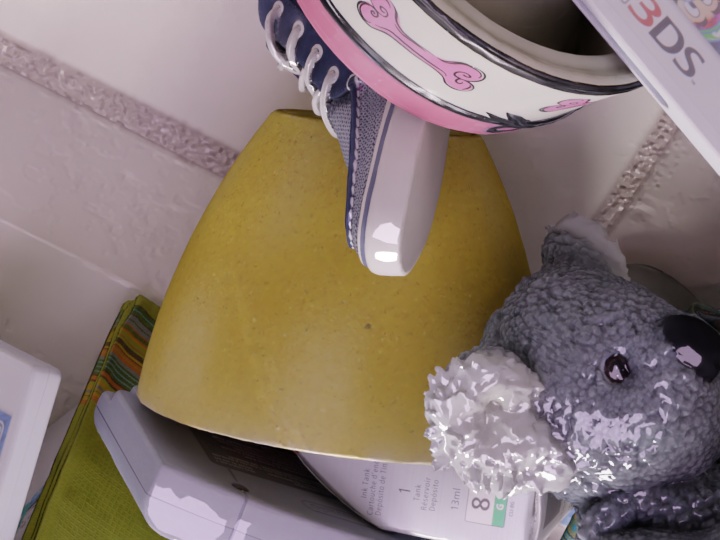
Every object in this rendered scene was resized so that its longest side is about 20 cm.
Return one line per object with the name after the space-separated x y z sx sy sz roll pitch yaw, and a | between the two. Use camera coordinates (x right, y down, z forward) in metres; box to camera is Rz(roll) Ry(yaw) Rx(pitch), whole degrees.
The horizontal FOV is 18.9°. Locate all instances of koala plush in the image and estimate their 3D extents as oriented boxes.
0.126 0.078 0.941 0.200 0.178 0.184 42 139 -4 | koala plush

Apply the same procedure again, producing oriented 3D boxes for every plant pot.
0.000 0.000 1.030 0.198 0.200 0.143 8 97 7 | plant pot

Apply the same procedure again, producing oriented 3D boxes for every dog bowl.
0.047 -0.146 0.903 0.200 0.201 0.074 38 138 -14 | dog bowl

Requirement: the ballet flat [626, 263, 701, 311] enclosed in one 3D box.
0.173 0.090 1.092 0.067 0.064 0.201 -20 108 36 | ballet flat

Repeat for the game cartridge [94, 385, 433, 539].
-0.025 0.116 1.048 0.199 0.133 0.041 19 97 -23 | game cartridge

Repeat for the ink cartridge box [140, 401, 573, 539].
0.007 0.091 1.083 0.198 0.161 0.051 7 96 14 | ink cartridge box

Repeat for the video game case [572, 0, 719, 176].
0.166 -0.164 0.855 0.200 0.024 0.182 -41 93 -3 | video game case

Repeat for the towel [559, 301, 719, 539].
0.182 0.123 1.054 0.146 0.022 0.201 31 128 11 | towel

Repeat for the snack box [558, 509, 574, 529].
0.197 0.143 1.169 0.199 0.024 0.072 26 125 -5 | snack box

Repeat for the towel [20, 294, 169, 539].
-0.116 0.110 1.111 0.086 0.201 0.018 34 139 -18 | towel

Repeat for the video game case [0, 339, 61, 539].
-0.235 0.121 1.102 0.022 0.182 0.202 14 94 -43 | video game case

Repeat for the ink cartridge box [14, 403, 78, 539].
-0.147 0.194 1.177 0.147 0.201 0.146 41 125 -16 | ink cartridge box

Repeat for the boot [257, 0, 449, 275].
-0.005 -0.086 0.953 0.089 0.201 0.073 5 144 9 | boot
